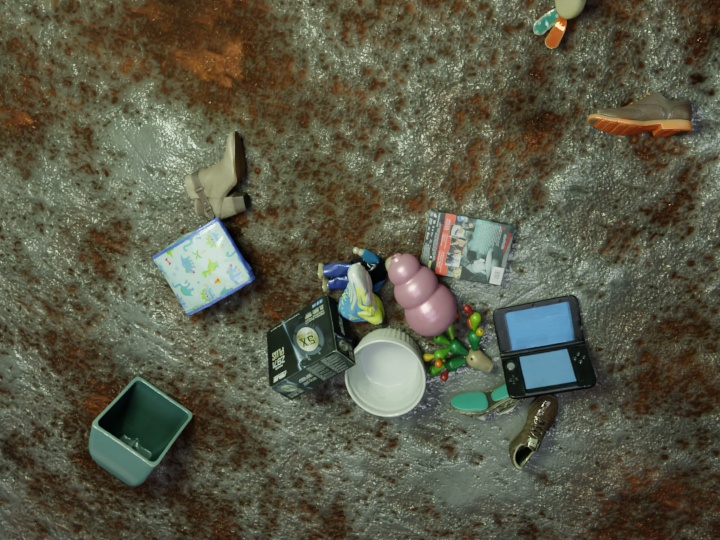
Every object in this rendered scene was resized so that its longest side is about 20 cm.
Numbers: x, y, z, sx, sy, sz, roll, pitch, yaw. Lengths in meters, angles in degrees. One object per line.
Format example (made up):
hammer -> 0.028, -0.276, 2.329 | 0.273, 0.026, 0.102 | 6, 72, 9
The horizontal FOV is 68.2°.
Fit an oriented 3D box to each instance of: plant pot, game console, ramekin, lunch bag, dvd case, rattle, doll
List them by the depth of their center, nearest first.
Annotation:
rattle -> 0.421, -0.544, 1.014 | 0.128, 0.142, 0.205 | 24, 132, 35
game console -> 0.415, 0.176, 1.210 | 0.194, 0.179, 0.118 | -12, 135, 14
dvd case -> 0.240, -0.051, 1.213 | 0.194, 0.022, 0.150 | 11, 110, 8
doll -> 0.000, 0.000, 1.254 | 0.194, 0.049, 0.139 | -8, 126, 10
lunch bag -> -0.365, -0.016, 1.274 | 0.196, 0.128, 0.173 | -23, 106, 28
ramekin -> 0.066, 0.238, 1.295 | 0.194, 0.105, 0.206 | 3, 109, 9
plant pot -> -0.613, 0.463, 1.452 | 0.193, 0.197, 0.202 | 33, 120, -3

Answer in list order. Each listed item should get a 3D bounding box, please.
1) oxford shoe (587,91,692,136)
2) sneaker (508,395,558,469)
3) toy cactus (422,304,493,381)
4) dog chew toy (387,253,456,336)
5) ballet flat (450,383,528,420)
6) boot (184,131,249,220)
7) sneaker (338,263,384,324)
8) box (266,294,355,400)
oxford shoe -> 0.552, -0.312, 1.056 | 0.193, 0.071, 0.075 | 5, 90, 4
sneaker -> 0.429, 0.400, 1.299 | 0.069, 0.076, 0.204 | 22, 111, 2
toy cactus -> 0.247, 0.192, 1.263 | 0.162, 0.103, 0.203 | 29, 102, -11
dog chew toy -> 0.133, 0.049, 1.204 | 0.123, 0.125, 0.202 | -31, 106, 18
ballet flat -> 0.322, 0.328, 1.305 | 0.195, 0.069, 0.076 | -20, 120, 13
boot -> -0.339, -0.216, 1.237 | 0.141, 0.070, 0.206 | 1, 108, 12
sneaker -> -0.016, 0.066, 1.232 | 0.102, 0.077, 0.202 | -10, 137, 16
box -> -0.123, 0.184, 1.271 | 0.197, 0.167, 0.086 | -30, 136, 19
